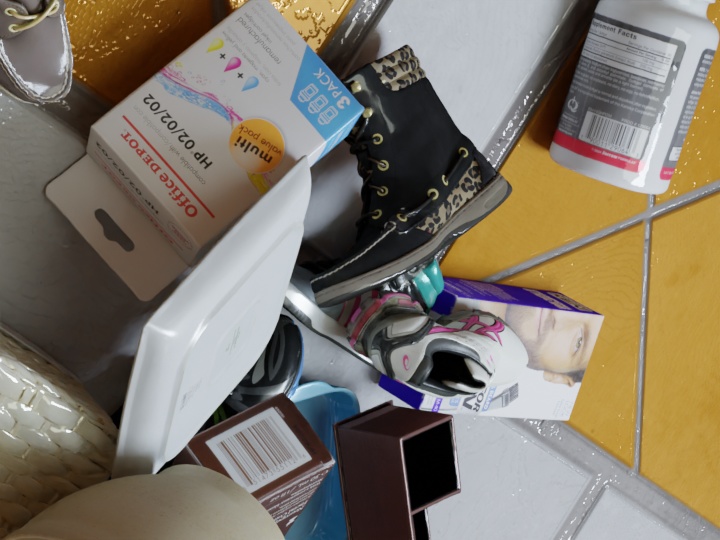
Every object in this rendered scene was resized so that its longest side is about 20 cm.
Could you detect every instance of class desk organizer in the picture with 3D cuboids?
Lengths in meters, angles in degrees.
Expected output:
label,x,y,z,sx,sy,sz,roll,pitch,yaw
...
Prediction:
label,x,y,z,sx,sy,sz,roll,pitch,yaw
desk organizer,0.039,0.218,1.355,0.072,0.077,0.200,-18,106,-42

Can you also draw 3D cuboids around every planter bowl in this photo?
label,x,y,z,sx,sy,sz,roll,pitch,yaw
planter bowl,-0.128,0.213,1.061,0.135,0.200,0.200,-44,136,-43

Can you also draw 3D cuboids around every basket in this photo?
label,x,y,z,sx,sy,sz,roll,pitch,yaw
basket,-0.271,0.102,1.087,0.136,0.123,0.200,-54,135,-5

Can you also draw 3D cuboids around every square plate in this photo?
label,x,y,z,sx,sy,sz,roll,pitch,yaw
square plate,-0.098,0.045,1.110,0.198,0.028,0.200,-51,166,-41

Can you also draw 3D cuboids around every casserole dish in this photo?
label,x,y,z,sx,sy,sz,roll,pitch,yaw
casserole dish,-0.060,0.178,1.365,0.121,0.039,0.200,-14,118,-35

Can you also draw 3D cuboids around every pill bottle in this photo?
label,x,y,z,sx,sy,sz,roll,pitch,yaw
pill bottle,0.245,-0.175,1.401,0.111,0.111,0.200,6,106,-42

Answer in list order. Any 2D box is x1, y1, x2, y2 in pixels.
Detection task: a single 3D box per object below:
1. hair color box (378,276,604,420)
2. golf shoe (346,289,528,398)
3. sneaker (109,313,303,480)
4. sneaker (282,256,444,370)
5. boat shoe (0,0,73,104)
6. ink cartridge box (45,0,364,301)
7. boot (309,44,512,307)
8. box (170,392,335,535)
label,x,y,z,sx,sy,sz,roll,pitch,yaw
hair color box,0.120,0.071,1.449,0.200,0.065,0.109,7,105,-44
golf shoe,0.077,0.076,1.301,0.200,0.092,0.073,11,117,-49
sneaker,-0.125,0.097,1.246,0.200,0.071,0.083,-35,136,-19
sneaker,0.000,0.000,1.295,0.121,0.084,0.200,-55,141,1
boat shoe,-0.226,-0.188,1.029,0.072,0.060,0.200,-32,128,-25
ink cartridge box,-0.111,-0.086,1.134,0.200,0.068,0.115,-42,90,-17
boot,0.011,-0.073,1.231,0.200,0.073,0.151,-34,95,-30
box,-0.107,0.189,1.237,0.100,0.075,0.200,-25,159,-37
